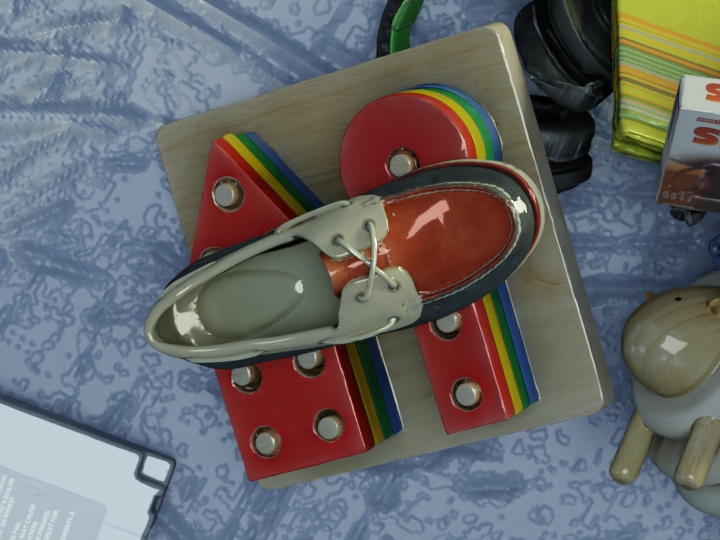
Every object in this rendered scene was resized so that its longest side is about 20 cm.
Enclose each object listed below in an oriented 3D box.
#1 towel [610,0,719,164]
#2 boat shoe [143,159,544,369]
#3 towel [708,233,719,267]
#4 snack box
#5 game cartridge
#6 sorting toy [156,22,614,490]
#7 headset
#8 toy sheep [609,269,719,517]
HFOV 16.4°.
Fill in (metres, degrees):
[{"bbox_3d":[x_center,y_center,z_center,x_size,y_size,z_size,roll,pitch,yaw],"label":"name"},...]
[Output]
[{"bbox_3d":[0.161,-0.131,1.249,0.086,0.018,0.201,18,53,-21],"label":"towel"},{"bbox_3d":[-0.009,0.000,1.181,0.199,0.063,0.071,-17,90,23],"label":"boat shoe"},{"bbox_3d":[0.268,0.014,1.232,0.049,0.199,0.112,-52,50,33],"label":"towel"},{"bbox_3d":[0.240,-0.045,1.154,0.199,0.072,0.024,9,53,2],"label":"snack box"},{"bbox_3d":[-0.192,0.169,1.308,0.133,0.040,0.201,21,92,-6],"label":"game cartridge"},{"bbox_3d":[0.000,0.000,1.249,0.199,0.070,0.200,-15,93,25],"label":"sorting toy"},{"bbox_3d":[0.095,-0.085,1.259,0.200,0.094,0.124,30,117,12],"label":"headset"},{"bbox_3d":[0.207,0.073,1.267,0.200,0.138,0.138,36,91,-31],"label":"toy sheep"}]
